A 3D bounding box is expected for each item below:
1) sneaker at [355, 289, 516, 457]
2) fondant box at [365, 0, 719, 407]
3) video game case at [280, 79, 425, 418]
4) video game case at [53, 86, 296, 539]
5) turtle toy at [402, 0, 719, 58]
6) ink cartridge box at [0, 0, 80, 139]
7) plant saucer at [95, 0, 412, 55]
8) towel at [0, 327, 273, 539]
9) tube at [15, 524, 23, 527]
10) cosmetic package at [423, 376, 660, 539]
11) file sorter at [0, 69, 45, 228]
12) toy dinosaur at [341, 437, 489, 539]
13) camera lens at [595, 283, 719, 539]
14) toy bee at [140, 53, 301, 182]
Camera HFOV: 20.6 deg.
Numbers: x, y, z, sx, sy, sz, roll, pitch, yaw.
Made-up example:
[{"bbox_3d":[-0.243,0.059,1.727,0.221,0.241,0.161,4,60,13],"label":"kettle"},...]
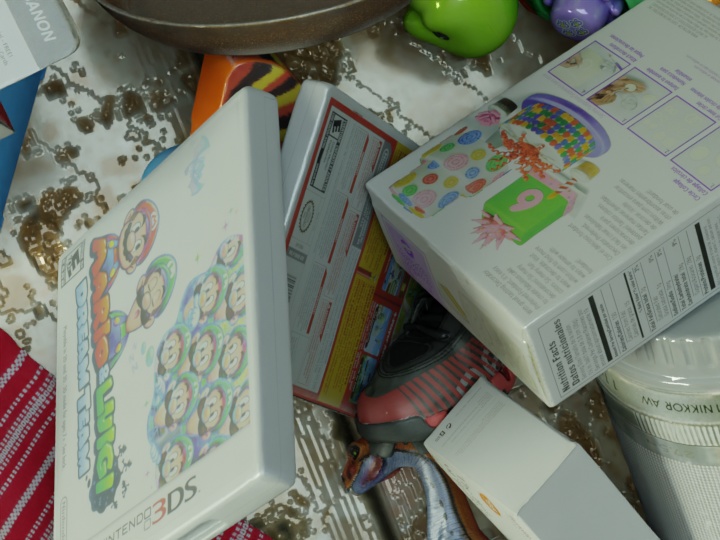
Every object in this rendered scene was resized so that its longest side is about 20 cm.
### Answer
[{"bbox_3d":[0.061,0.014,1.038,0.200,0.071,0.098,-40,117,-29],"label":"sneaker"},{"bbox_3d":[0.124,-0.043,0.958,0.199,0.144,0.058,-33,132,-12],"label":"fondant box"},{"bbox_3d":[0.000,0.000,1.009,0.017,0.200,0.144,14,84,28],"label":"video game case"},{"bbox_3d":[-0.093,0.041,0.934,0.024,0.182,0.201,17,53,-32],"label":"video game case"},{"bbox_3d":[0.116,-0.169,1.063,0.199,0.146,0.102,-6,109,-8],"label":"turtle toy"},{"bbox_3d":[-0.231,-0.131,0.829,0.175,0.084,0.201,-26,87,-4],"label":"ink cartridge box"},{"bbox_3d":[-0.043,-0.159,1.017,0.199,0.200,0.032,-15,123,-9],"label":"plant saucer"},{"bbox_3d":[-0.140,0.124,1.007,0.200,0.145,0.022,39,122,-5],"label":"towel"},{"bbox_3d":[-0.193,0.133,0.995,0.077,0.051,0.200,-25,63,-38],"label":"tube"},{"bbox_3d":[0.116,0.142,1.016,0.051,0.082,0.200,-48,129,-9],"label":"cosmetic package"},{"bbox_3d":[-0.229,-0.088,0.966,0.122,0.200,0.140,16,85,-4],"label":"file sorter"},{"bbox_3d":[0.052,0.174,1.068,0.199,0.105,0.183,4,83,-42],"label":"toy dinosaur"},{"bbox_3d":[0.206,0.058,1.014,0.159,0.160,0.201,-30,126,-9],"label":"camera lens"},{"bbox_3d":[-0.064,-0.026,1.044,0.108,0.200,0.131,10,47,-32],"label":"toy bee"}]
